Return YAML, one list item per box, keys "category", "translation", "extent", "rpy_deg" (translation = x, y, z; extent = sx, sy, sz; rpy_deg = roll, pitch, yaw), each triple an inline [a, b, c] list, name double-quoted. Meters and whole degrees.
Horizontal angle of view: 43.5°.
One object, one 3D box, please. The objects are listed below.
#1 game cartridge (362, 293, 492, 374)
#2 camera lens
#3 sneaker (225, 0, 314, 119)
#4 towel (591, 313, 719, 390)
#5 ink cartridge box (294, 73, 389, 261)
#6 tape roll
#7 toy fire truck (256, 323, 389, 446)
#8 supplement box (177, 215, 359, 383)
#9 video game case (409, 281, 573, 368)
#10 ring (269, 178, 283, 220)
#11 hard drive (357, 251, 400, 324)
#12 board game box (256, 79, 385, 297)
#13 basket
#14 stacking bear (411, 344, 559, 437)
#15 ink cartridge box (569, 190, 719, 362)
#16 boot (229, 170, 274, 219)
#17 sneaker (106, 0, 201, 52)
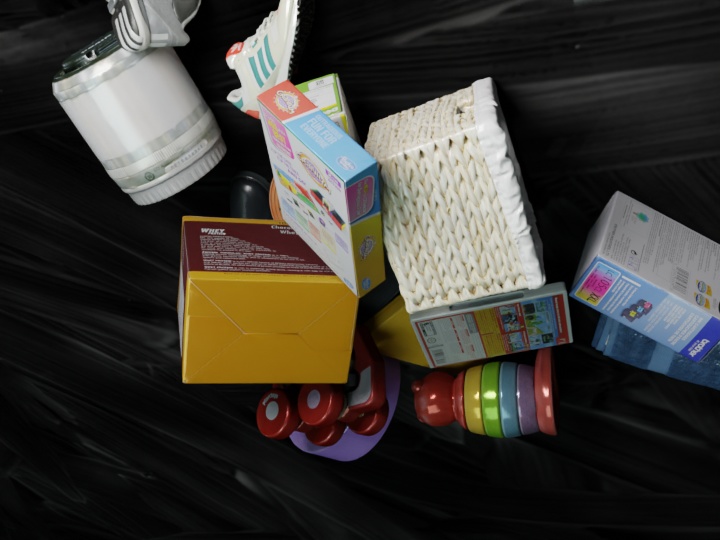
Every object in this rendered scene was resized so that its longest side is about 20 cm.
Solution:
- category: "game cartridge"
  translation: [0.118, 0.078, 1.232]
  extent: [0.200, 0.033, 0.176]
  rpy_deg: [19, 140, -29]
- category: "camera lens"
  translation: [-0.286, -0.207, 1.173]
  extent: [0.160, 0.160, 0.200]
  rpy_deg: [-13, 120, 34]
- category: "sneaker"
  translation: [-0.119, -0.268, 1.101]
  extent: [0.093, 0.070, 0.200]
  rpy_deg: [20, 136, 2]
- category: "towel"
  translation: [0.403, 0.093, 1.154]
  extent: [0.200, 0.049, 0.112]
  rpy_deg: [16, 133, 14]
- category: "ink cartridge box"
  translation: [-0.031, -0.115, 1.055]
  extent: [0.076, 0.200, 0.148]
  rpy_deg: [-17, 129, 6]
- category: "tape roll"
  translation: [-0.030, 0.175, 1.328]
  extent: [0.066, 0.201, 0.200]
  rpy_deg: [21, 142, -33]
- category: "toy fire truck"
  translation: [-0.050, 0.139, 1.209]
  extent: [0.200, 0.168, 0.112]
  rpy_deg: [-23, 151, 39]
- category: "supplement box"
  translation: [-0.121, 0.032, 1.108]
  extent: [0.197, 0.200, 0.133]
  rpy_deg: [2, 113, -14]
- category: "video game case"
  translation: [0.175, 0.075, 1.190]
  extent: [0.199, 0.017, 0.143]
  rpy_deg: [-11, 146, 10]
- category: "ring"
  translation: [-0.028, -0.085, 1.232]
  extent: [0.200, 0.019, 0.201]
  rpy_deg: [8, 126, 12]
- category: "hard drive"
  translation: [0.000, 0.000, 1.224]
  extent: [0.135, 0.042, 0.200]
  rpy_deg: [49, 124, 3]
- category: "board game box"
  translation: [-0.038, -0.082, 0.961]
  extent: [0.153, 0.040, 0.200]
  rpy_deg: [46, 159, 28]
- category: "basket"
  translation: [0.105, -0.087, 1.017]
  extent: [0.160, 0.198, 0.200]
  rpy_deg: [-15, 112, 13]
- category: "stacking bear"
  translation: [0.173, 0.179, 1.269]
  extent: [0.199, 0.114, 0.122]
  rpy_deg: [-4, 126, 16]
- category: "ink cartridge box"
  translation: [0.359, 0.013, 1.049]
  extent: [0.200, 0.137, 0.076]
  rpy_deg: [27, 135, 4]
- category: "boot"
  translation: [-0.169, -0.015, 1.267]
  extent: [0.076, 0.168, 0.200]
  rpy_deg: [7, 129, 21]
- category: "sneaker"
  translation: [-0.255, -0.358, 1.099]
  extent: [0.075, 0.115, 0.200]
  rpy_deg: [-24, 78, 51]
